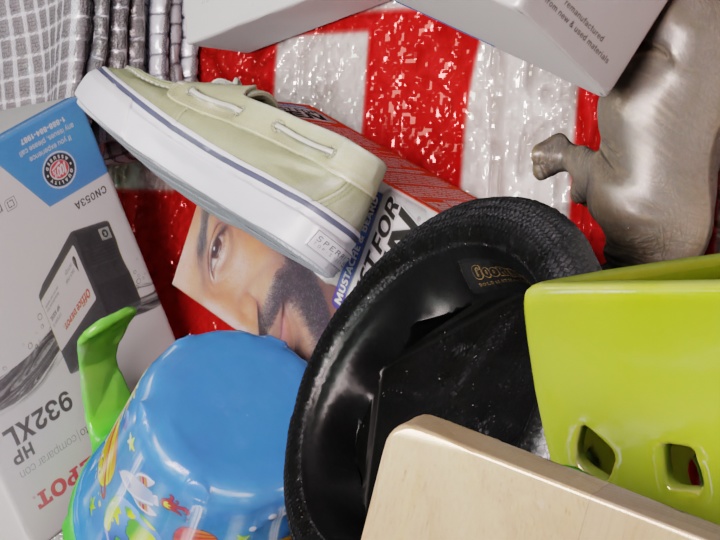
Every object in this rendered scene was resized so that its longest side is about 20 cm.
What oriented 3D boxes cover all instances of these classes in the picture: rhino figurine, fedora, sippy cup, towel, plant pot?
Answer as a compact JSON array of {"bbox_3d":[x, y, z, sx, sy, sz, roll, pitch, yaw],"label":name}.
[{"bbox_3d":[0.122,-0.039,0.836,0.087,0.060,0.201,17,100,45],"label":"rhino figurine"},{"bbox_3d":[0.056,0.068,0.803,0.200,0.091,0.202,-35,44,41],"label":"fedora"},{"bbox_3d":[-0.071,0.101,0.930,0.131,0.177,0.140,112,178,-51],"label":"sippy cup"},{"bbox_3d":[-0.178,-0.159,1.110,0.165,0.085,0.202,-4,85,44],"label":"towel"},{"bbox_3d":[0.194,0.085,0.674,0.199,0.198,0.183,-2,93,42],"label":"plant pot"}]

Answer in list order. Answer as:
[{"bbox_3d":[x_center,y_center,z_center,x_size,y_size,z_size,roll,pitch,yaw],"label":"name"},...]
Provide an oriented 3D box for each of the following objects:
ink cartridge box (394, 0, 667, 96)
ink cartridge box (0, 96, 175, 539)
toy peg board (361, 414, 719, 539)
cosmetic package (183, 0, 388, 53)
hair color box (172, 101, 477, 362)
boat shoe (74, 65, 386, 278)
[{"bbox_3d":[0.090,-0.198,0.812,0.144,0.084,0.201,31,88,42],"label":"ink cartridge box"},{"bbox_3d":[-0.187,0.029,1.016,0.083,0.145,0.201,-5,113,42],"label":"ink cartridge box"},{"bbox_3d":[0.092,0.164,0.599,0.198,0.098,0.201,19,104,21],"label":"toy peg board"},{"bbox_3d":[-0.015,-0.211,0.981,0.199,0.051,0.152,-13,81,42],"label":"cosmetic package"},{"bbox_3d":[0.000,0.000,0.947,0.200,0.064,0.112,32,110,41],"label":"hair color box"},{"bbox_3d":[-0.063,-0.061,0.935,0.200,0.072,0.062,32,83,36],"label":"boat shoe"}]
